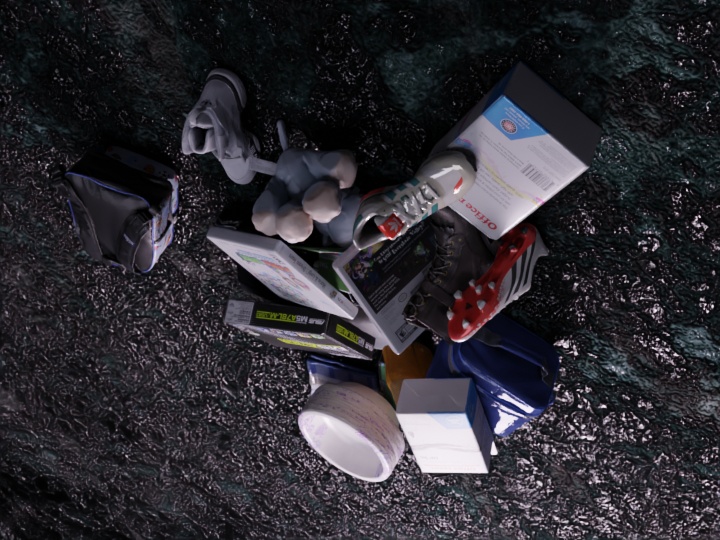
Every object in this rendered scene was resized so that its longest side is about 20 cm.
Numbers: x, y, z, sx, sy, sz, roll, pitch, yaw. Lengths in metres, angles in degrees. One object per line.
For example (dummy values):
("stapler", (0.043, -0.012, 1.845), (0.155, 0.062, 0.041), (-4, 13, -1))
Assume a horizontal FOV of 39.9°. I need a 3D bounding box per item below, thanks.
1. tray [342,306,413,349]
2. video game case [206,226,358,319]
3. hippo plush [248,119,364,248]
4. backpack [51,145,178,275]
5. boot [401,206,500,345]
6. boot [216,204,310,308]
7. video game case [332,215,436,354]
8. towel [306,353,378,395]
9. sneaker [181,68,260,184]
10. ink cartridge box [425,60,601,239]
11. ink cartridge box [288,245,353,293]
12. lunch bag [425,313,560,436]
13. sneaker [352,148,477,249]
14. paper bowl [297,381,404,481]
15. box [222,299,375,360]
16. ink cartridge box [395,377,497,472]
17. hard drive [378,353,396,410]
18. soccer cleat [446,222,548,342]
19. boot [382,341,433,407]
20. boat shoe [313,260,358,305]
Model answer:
("tray", (-0.003, 0.089, 1.719), (0.197, 0.022, 0.108), (6, 137, 25))
("video game case", (-0.119, 0.002, 1.491), (0.199, 0.024, 0.182), (13, 156, 51))
("hippo plush", (-0.064, -0.086, 1.431), (0.199, 0.160, 0.161), (27, 165, 44))
("backpack", (-0.391, -0.097, 1.640), (0.197, 0.154, 0.192), (25, 134, 12))
("boot", (0.114, 0.000, 1.412), (0.199, 0.175, 0.069), (39, 174, -34))
("boot", (-0.137, -0.020, 1.632), (0.197, 0.077, 0.170), (16, 144, 23))
("video game case", (0.077, -0.009, 1.443), (0.183, 0.200, 0.023), (54, 167, -30))
("towel", (-0.032, 0.245, 1.905), (0.144, 0.024, 0.202), (14, 139, 15))
("sneaker", (-0.208, -0.186, 1.463), (0.074, 0.116, 0.202), (13, 139, 17))
("ink cartridge box", (0.190, -0.150, 1.295), (0.144, 0.085, 0.200), (37, 139, -10))
("ink cartridge box", (0.000, 0.000, 1.479), (0.197, 0.061, 0.103), (3, -174, -30))
("lunch bag", (0.221, 0.159, 1.574), (0.198, 0.137, 0.133), (29, 142, -7))
("sneaker", (0.067, -0.082, 1.293), (0.198, 0.094, 0.071), (-24, 119, 37))
("paper bowl", (-0.009, 0.285, 1.822), (0.198, 0.105, 0.202), (24, 147, 17))
("box", (-0.100, 0.100, 1.666), (0.197, 0.048, 0.193), (6, 164, 25))
("ink cartridge box", (0.139, 0.257, 1.555), (0.114, 0.069, 0.202), (-3, 135, 22))
("hard drive", (0.131, 0.216, 1.767), (0.197, 0.038, 0.141), (12, 138, 17))
("soccer cleat", (0.198, 0.025, 1.409), (0.085, 0.202, 0.068), (41, 169, -37))
("boot", (0.133, 0.191, 1.660), (0.198, 0.145, 0.071), (17, 128, -22))
("boat shoe", (0.012, 0.035, 1.603), (0.197, 0.075, 0.063), (22, 104, 2))
